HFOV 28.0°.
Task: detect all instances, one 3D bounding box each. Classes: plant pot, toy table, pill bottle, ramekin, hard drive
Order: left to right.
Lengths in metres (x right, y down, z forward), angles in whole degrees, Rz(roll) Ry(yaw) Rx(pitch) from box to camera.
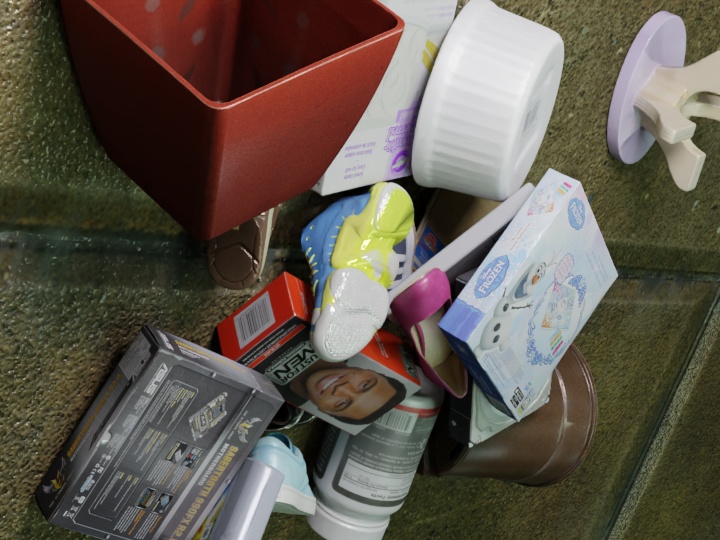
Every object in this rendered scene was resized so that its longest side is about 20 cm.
[{"bbox_3d":[-0.111,-0.147,1.165,0.199,0.200,0.177,-29,147,-35],"label":"plant pot"},{"bbox_3d":[0.012,0.207,1.651,0.113,0.114,0.201,-2,118,-51],"label":"pill bottle"},{"bbox_3d":[0.148,0.165,1.735,0.197,0.200,0.202,3,114,-45],"label":"plant pot"},{"bbox_3d":[0.134,-0.167,1.471,0.200,0.097,0.202,21,90,-76],"label":"ramekin"},{"bbox_3d":[0.158,0.079,1.570,0.139,0.038,0.202,-23,125,-38],"label":"hard drive"},{"bbox_3d":[0.396,-0.209,1.815,0.183,0.117,0.201,-30,138,-35],"label":"toy table"}]

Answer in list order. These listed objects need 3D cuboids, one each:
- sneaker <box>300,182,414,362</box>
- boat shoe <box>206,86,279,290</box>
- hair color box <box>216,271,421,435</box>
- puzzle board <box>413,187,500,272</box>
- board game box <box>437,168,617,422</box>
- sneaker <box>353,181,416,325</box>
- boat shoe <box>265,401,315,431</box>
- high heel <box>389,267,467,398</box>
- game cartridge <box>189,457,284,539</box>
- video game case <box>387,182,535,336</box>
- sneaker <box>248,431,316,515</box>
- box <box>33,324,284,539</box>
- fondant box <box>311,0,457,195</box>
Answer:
[{"bbox_3d":[-0.020,0.004,1.410,0.076,0.105,0.201,50,53,-34],"label":"sneaker"},{"bbox_3d":[-0.103,-0.088,1.334,0.075,0.074,0.204,-63,168,-78],"label":"boat shoe"},{"bbox_3d":[-0.040,0.088,1.465,0.101,0.062,0.199,-38,136,23],"label":"hair color box"},{"bbox_3d":[0.113,-0.040,1.649,0.152,0.017,0.200,-63,150,-11],"label":"puzzle board"},{"bbox_3d":[0.178,0.029,1.486,0.199,0.043,0.200,-53,146,-12],"label":"board game box"},{"bbox_3d":[0.000,0.000,1.514,0.108,0.070,0.201,-40,145,-28],"label":"sneaker"},{"bbox_3d":[-0.094,0.138,1.509,0.074,0.060,0.200,-57,146,3],"label":"boat shoe"},{"bbox_3d":[0.078,0.066,1.440,0.067,0.096,0.200,-32,163,-14],"label":"high heel"},{"bbox_3d":[-0.146,0.255,1.429,0.040,0.200,0.134,34,58,-16],"label":"game cartridge"},{"bbox_3d":[0.115,-0.005,1.541,0.200,0.023,0.182,-39,164,2],"label":"video game case"},{"bbox_3d":[-0.082,0.218,1.556,0.200,0.073,0.083,88,8,-77],"label":"sneaker"},{"bbox_3d":[-0.189,0.166,1.367,0.158,0.048,0.201,26,102,-40],"label":"box"},{"bbox_3d":[0.012,-0.183,1.398,0.144,0.058,0.201,-16,129,-46],"label":"fondant box"}]
